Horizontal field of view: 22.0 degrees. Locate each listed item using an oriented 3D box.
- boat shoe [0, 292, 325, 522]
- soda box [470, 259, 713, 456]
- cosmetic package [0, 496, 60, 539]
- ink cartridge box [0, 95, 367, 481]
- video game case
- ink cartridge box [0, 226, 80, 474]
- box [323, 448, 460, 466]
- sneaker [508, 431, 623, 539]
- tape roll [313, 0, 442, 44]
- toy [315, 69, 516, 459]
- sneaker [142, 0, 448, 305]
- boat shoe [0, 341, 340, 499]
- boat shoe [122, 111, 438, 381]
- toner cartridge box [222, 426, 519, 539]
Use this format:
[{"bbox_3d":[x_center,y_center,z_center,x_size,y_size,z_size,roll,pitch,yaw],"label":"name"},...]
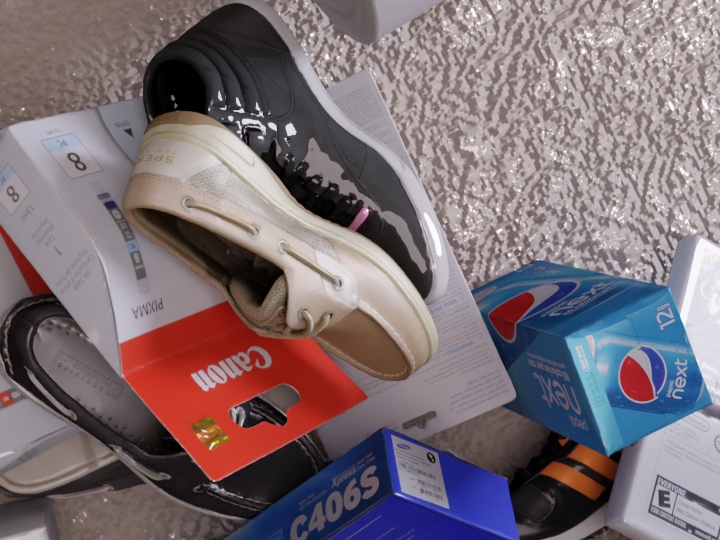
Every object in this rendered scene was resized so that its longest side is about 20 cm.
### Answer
[{"bbox_3d":[-0.097,0.074,0.960,0.200,0.060,0.074,35,76,-17],"label":"boat shoe"},{"bbox_3d":[0.114,0.043,1.007,0.064,0.200,0.068,-24,100,-12],"label":"soda box"},{"bbox_3d":[-0.200,0.237,1.019,0.107,0.085,0.201,-14,99,-7],"label":"cosmetic package"},{"bbox_3d":[-0.085,-0.001,0.958,0.200,0.160,0.047,49,120,11],"label":"ink cartridge box"},{"bbox_3d":[0.245,0.102,1.086,0.199,0.023,0.183,28,67,-22],"label":"video game case"},{"bbox_3d":[-0.196,0.019,0.992,0.199,0.050,0.163,-28,79,-5],"label":"ink cartridge box"},{"bbox_3d":[0.032,0.193,1.051,0.121,0.032,0.201,-8,104,30],"label":"box"},{"bbox_3d":[0.130,0.107,1.089,0.199,0.070,0.090,-18,93,-14],"label":"sneaker"},{"bbox_3d":[0.011,-0.238,0.963,0.139,0.203,0.203,-31,100,-8],"label":"tape roll"},{"bbox_3d":[0.000,0.000,1.053,0.115,0.047,0.201,-25,91,16],"label":"toy"},{"bbox_3d":[-0.041,-0.049,0.971,0.200,0.071,0.099,52,42,6],"label":"sneaker"},{"bbox_3d":[-0.110,0.083,1.034,0.199,0.057,0.067,-14,78,-7],"label":"boat shoe"},{"bbox_3d":[-0.041,0.004,0.935,0.200,0.072,0.065,42,49,-29],"label":"boat shoe"},{"bbox_3d":[-0.019,0.161,0.993,0.095,0.043,0.200,27,130,-35],"label":"toner cartridge box"}]
